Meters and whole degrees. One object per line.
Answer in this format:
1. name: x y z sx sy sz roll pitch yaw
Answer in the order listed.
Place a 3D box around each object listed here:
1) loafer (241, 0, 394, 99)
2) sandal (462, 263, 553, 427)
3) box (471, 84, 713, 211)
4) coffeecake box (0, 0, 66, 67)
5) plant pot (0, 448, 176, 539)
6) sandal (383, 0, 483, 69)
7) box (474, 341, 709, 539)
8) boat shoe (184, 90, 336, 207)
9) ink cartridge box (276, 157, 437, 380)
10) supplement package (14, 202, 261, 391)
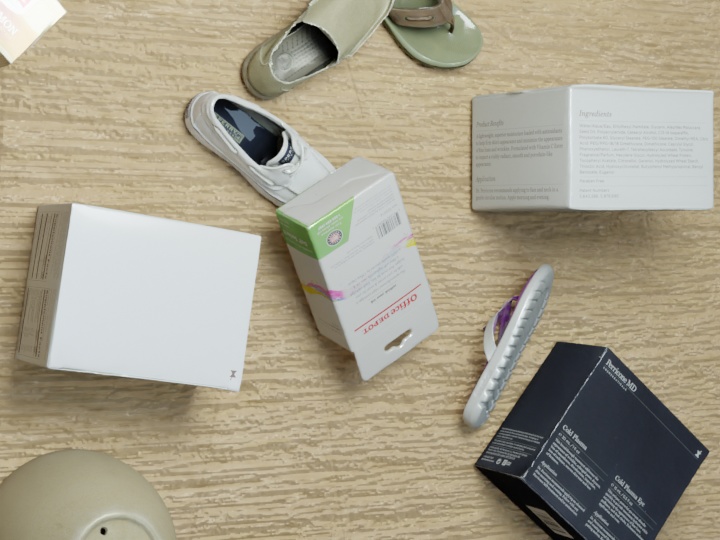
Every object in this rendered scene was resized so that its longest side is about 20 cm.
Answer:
1. loafer: -0.033 -0.247 1.667 0.200 0.068 0.076 -43 111 -8
2. sandal: 0.156 0.077 1.801 0.049 0.083 0.204 24 78 17
3. box: 0.252 -0.130 1.764 0.198 0.198 0.132 -1 92 -28
4. coffeecake box: -0.364 -0.255 1.431 0.073 0.199 0.154 -47 111 -19
5. plant pot: -0.255 0.273 1.530 0.198 0.134 0.203 3 84 -28
6. sandal: 0.056 -0.292 1.736 0.201 0.057 0.080 40 73 -23
7. box: 0.266 0.215 1.835 0.200 0.104 0.183 44 73 -22
8. boat shoe: -0.090 -0.117 1.657 0.199 0.065 0.074 28 78 -26
9. ink cartridge box: 0.000 0.000 1.682 0.117 0.067 0.201 -34 124 -23
10. supplement package: -0.216 0.026 1.569 0.198 0.111 0.158 10 87 -28
